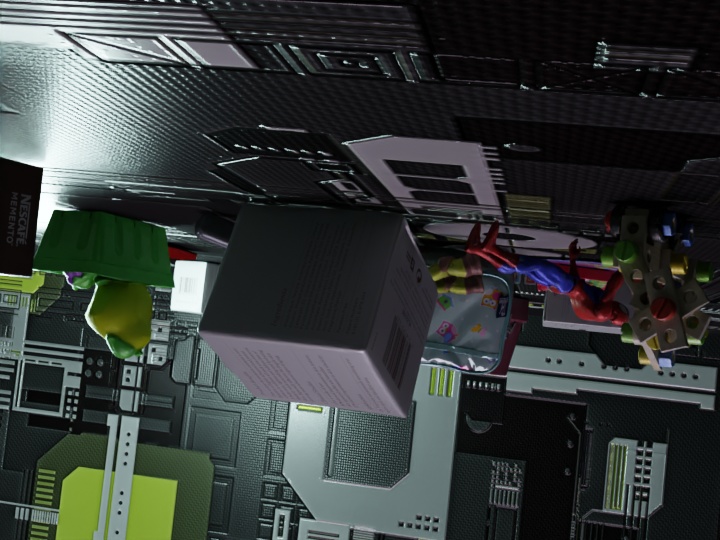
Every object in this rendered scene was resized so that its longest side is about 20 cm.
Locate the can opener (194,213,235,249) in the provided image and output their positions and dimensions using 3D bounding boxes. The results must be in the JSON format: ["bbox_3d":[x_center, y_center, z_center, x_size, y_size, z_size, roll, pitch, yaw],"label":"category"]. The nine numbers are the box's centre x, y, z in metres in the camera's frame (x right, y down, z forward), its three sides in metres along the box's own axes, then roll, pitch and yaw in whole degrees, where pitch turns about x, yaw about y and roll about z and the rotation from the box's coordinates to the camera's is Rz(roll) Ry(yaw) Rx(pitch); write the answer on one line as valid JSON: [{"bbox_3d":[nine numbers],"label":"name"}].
[{"bbox_3d":[-0.114,-0.036,1.342,0.197,0.067,0.053,17,172,-15],"label":"can opener"}]

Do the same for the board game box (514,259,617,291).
[{"bbox_3d":[0.289,0.013,1.443,0.198,0.040,0.157,4,175,37],"label":"board game box"}]

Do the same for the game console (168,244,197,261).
[{"bbox_3d":[-0.431,-0.042,1.997,0.197,0.032,0.177,6,-179,11],"label":"game console"}]

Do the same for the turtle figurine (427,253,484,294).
[{"bbox_3d":[0.069,0.007,1.271,0.159,0.065,0.201,-11,136,3],"label":"turtle figurine"}]

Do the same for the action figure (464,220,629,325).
[{"bbox_3d":[0.217,-0.014,1.101,0.199,0.100,0.065,32,171,-18],"label":"action figure"}]

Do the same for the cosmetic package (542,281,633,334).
[{"bbox_3d":[0.381,0.053,1.594,0.197,0.083,0.113,7,174,11],"label":"cosmetic package"}]

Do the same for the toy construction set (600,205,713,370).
[{"bbox_3d":[0.251,0.017,0.884,0.091,0.133,0.200,4,176,18],"label":"toy construction set"}]

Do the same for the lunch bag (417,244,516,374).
[{"bbox_3d":[0.108,0.055,1.389,0.197,0.163,0.077,9,-159,5],"label":"lunch bag"}]

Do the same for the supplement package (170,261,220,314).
[{"bbox_3d":[-0.328,0.048,2.443,0.116,0.119,0.199,2,175,42],"label":"supplement package"}]

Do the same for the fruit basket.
[{"bbox_3d":[-0.367,0.024,1.521,0.153,0.219,0.215,4,176,25],"label":"fruit basket"}]

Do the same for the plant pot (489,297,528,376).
[{"bbox_3d":[0.284,0.147,2.416,0.197,0.182,0.200,7,177,0],"label":"plant pot"}]

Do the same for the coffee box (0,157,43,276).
[{"bbox_3d":[-0.419,-0.056,1.074,0.198,0.115,0.079,4,176,40],"label":"coffee box"}]

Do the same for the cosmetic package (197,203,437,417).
[{"bbox_3d":[-0.041,0.043,1.151,0.197,0.168,0.168,5,151,22],"label":"cosmetic package"}]
